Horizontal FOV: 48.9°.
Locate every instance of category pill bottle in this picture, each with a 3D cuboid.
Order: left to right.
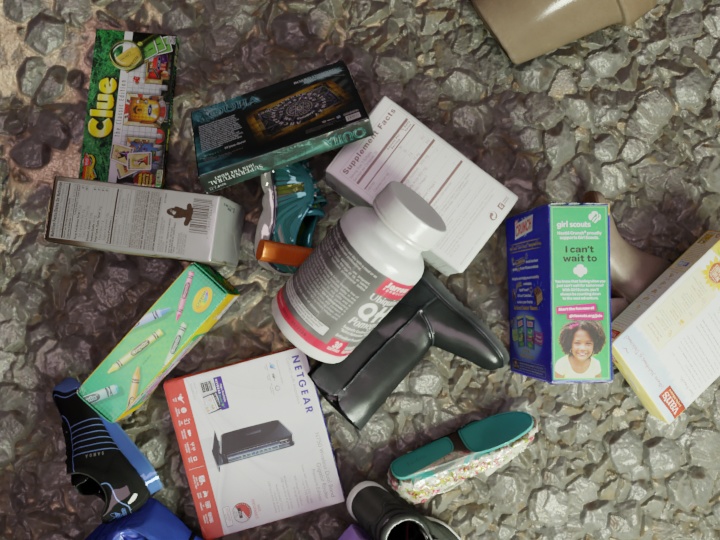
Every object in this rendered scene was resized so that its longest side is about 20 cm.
[{"bbox_3d":[0.000,0.000,0.879,0.111,0.111,0.200,42,111,0],"label":"pill bottle"}]

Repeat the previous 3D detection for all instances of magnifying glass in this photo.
[{"bbox_3d":[-0.033,-0.009,0.962,0.200,0.022,0.080,10,100,-34],"label":"magnifying glass"}]

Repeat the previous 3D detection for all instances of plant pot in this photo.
[{"bbox_3d":[0.227,-0.350,0.960,0.175,0.200,0.200,-34,90,15],"label":"plant pot"}]

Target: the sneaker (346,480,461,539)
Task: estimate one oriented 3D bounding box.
[{"bbox_3d":[0.073,0.332,0.940,0.200,0.099,0.071,41,86,-24],"label":"sneaker"}]

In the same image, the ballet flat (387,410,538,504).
[{"bbox_3d":[0.130,0.236,0.994,0.200,0.076,0.064,-21,120,2],"label":"ballet flat"}]

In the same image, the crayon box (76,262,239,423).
[{"bbox_3d":[-0.237,0.084,0.951,0.058,0.119,0.200,42,87,0],"label":"crayon box"}]

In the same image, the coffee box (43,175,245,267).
[{"bbox_3d":[-0.252,-0.056,0.945,0.200,0.114,0.080,7,87,7],"label":"coffee box"}]

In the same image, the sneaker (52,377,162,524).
[{"bbox_3d":[-0.320,0.208,0.931,0.078,0.070,0.200,-35,57,-29],"label":"sneaker"}]

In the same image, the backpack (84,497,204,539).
[{"bbox_3d":[-0.243,0.383,0.912,0.168,0.163,0.200,-44,94,11],"label":"backpack"}]

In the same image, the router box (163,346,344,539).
[{"bbox_3d":[-0.130,0.209,0.986,0.179,0.049,0.200,-16,89,-2],"label":"router box"}]

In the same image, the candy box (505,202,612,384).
[{"bbox_3d":[0.232,0.027,0.943,0.077,0.169,0.200,-2,88,-5],"label":"candy box"}]

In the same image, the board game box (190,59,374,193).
[{"bbox_3d":[-0.095,-0.171,0.918,0.200,0.028,0.135,-18,45,1],"label":"board game box"}]

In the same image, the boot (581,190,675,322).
[{"bbox_3d":[0.354,0.002,1.005,0.146,0.070,0.200,2,89,-8],"label":"boot"}]

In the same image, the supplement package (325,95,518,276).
[{"bbox_3d":[0.069,-0.098,0.968,0.200,0.117,0.117,37,87,0],"label":"supplement package"}]

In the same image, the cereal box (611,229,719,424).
[{"bbox_3d":[0.399,0.069,0.962,0.200,0.040,0.144,-41,109,-7],"label":"cereal box"}]

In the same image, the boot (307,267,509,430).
[{"bbox_3d":[0.059,0.118,0.964,0.165,0.066,0.200,43,70,12],"label":"boot"}]

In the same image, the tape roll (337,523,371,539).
[{"bbox_3d":[0.043,0.385,0.908,0.200,0.200,0.066,41,83,0],"label":"tape roll"}]

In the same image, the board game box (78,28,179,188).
[{"bbox_3d":[-0.291,-0.203,0.998,0.105,0.023,0.200,3,82,0],"label":"board game box"}]

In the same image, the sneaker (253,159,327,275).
[{"bbox_3d":[-0.074,-0.092,0.976,0.080,0.077,0.200,9,98,29],"label":"sneaker"}]
